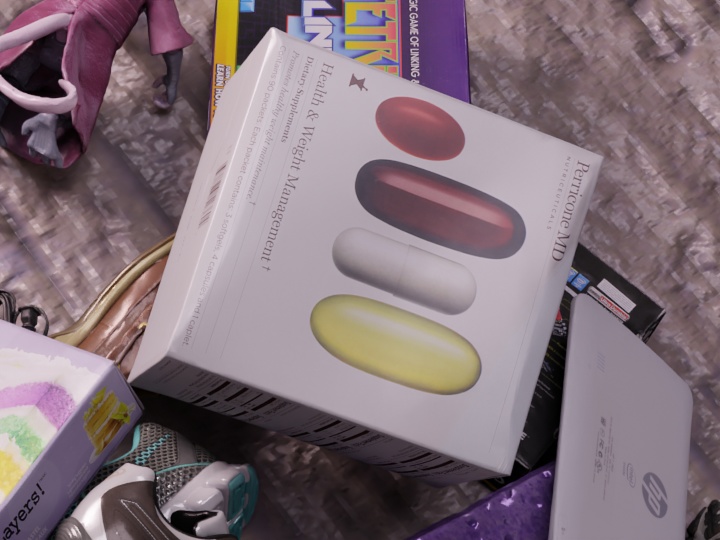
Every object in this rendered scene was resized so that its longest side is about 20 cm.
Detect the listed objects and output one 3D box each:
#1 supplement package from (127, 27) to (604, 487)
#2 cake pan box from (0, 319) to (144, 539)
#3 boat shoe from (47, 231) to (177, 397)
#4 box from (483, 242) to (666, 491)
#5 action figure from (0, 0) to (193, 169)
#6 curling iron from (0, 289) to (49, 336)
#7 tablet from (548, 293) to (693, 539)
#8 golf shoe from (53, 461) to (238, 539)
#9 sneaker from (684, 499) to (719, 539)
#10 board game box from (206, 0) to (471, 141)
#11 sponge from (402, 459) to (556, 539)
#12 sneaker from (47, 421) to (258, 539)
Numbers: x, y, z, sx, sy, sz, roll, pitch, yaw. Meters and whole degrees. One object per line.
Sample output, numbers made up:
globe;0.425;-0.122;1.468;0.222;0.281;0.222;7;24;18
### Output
supplement package;0.000;0.000;1.224;0.199;0.147;0.192;19;78;-11
cake pan box;-0.245;0.104;1.183;0.199;0.052;0.184;18;57;36
boat shoe;-0.137;0.047;1.294;0.068;0.072;0.200;44;66;7
box;0.067;0.023;1.370;0.200;0.049;0.160;38;56;10
action figure;-0.177;-0.164;1.369;0.134;0.149;0.200;30;71;12
curling iron;-0.247;-0.016;1.322;0.050;0.026;0.200;-39;63;6
tablet;0.158;0.125;1.293;0.130;0.014;0.201;39;46;-35
golf shoe;-0.080;0.182;1.171;0.200;0.078;0.095;45;66;-31
sneaker;0.237;0.227;1.278;0.084;0.077;0.201;14;58;-12
board game box;-0.013;-0.127;1.398;0.164;0.057;0.201;-1;50;0
sponge;0.069;0.194;1.255;0.199;0.030;0.112;-24;92;-25
sneaker;-0.153;0.159;1.230;0.091;0.078;0.200;35;53;27
